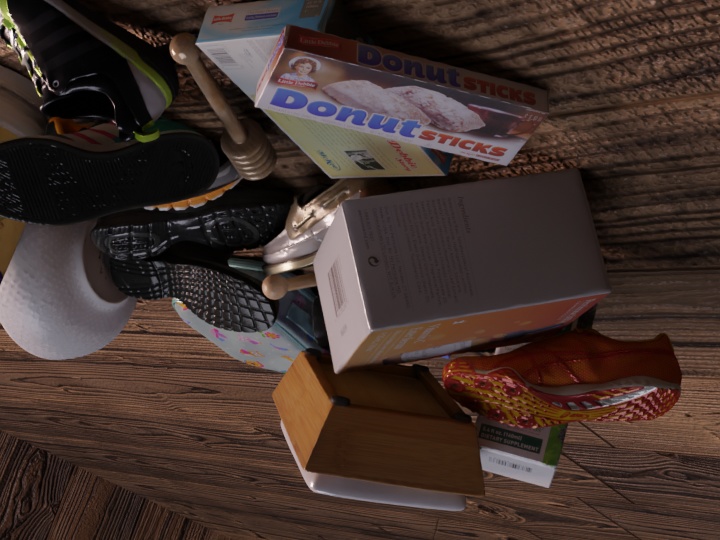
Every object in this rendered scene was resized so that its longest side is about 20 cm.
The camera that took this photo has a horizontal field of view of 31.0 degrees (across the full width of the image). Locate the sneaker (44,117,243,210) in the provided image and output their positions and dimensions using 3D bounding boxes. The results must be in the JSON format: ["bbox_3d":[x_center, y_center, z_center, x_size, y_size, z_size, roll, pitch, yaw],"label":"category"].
[{"bbox_3d":[-0.199,-0.103,1.186,0.199,0.078,0.078,-1,115,4],"label":"sneaker"}]

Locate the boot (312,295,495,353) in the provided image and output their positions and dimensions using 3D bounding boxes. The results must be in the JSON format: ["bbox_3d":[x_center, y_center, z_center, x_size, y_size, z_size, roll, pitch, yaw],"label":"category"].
[{"bbox_3d":[0.055,0.053,1.246,0.162,0.074,0.198,-3,170,14],"label":"boot"}]

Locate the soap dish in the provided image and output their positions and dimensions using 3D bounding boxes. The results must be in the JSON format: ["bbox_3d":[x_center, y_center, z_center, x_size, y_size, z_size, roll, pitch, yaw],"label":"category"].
[{"bbox_3d":[0.013,0.136,1.149,0.157,0.082,0.200,10,-169,-14],"label":"soap dish"}]

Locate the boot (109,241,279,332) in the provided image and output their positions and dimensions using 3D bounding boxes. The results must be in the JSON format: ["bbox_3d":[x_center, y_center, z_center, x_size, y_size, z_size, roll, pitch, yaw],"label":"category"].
[{"bbox_3d":[-0.144,-0.013,1.313,0.199,0.131,0.068,16,127,26],"label":"boot"}]

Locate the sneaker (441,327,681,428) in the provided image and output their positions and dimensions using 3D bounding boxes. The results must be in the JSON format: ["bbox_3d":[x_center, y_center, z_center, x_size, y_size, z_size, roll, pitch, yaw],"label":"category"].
[{"bbox_3d":[0.168,0.087,1.103,0.199,0.077,0.073,1,139,2],"label":"sneaker"}]

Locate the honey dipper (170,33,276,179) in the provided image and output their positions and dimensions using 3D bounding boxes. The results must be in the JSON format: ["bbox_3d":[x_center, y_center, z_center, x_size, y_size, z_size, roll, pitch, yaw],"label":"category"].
[{"bbox_3d":[-0.113,-0.135,1.055,0.038,0.038,0.200,12,160,18],"label":"honey dipper"}]

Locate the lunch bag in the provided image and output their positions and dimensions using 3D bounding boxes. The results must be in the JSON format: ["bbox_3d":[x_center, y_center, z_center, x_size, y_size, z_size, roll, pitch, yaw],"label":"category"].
[{"bbox_3d":[-0.107,0.056,1.518,0.160,0.077,0.200,3,155,33],"label":"lunch bag"}]

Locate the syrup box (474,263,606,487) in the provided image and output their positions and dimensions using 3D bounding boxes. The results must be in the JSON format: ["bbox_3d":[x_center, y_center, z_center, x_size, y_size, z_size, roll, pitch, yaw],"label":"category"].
[{"bbox_3d":[0.160,0.085,1.177,0.078,0.201,0.081,14,160,9],"label":"syrup box"}]

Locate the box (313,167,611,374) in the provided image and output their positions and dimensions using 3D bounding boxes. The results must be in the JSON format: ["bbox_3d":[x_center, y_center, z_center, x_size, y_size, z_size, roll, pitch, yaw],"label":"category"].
[{"bbox_3d":[0.077,0.004,1.058,0.199,0.107,0.152,-8,164,-13],"label":"box"}]

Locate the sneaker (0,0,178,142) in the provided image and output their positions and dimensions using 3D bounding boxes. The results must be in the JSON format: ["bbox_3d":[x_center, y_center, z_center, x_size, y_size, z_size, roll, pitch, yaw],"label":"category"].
[{"bbox_3d":[-0.238,-0.165,1.018,0.199,0.083,0.072,27,159,9],"label":"sneaker"}]

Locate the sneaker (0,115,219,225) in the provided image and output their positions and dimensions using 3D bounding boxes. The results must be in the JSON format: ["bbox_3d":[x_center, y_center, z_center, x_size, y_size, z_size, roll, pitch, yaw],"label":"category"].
[{"bbox_3d":[-0.226,-0.093,1.082,0.199,0.084,0.121,-6,-164,-17],"label":"sneaker"}]

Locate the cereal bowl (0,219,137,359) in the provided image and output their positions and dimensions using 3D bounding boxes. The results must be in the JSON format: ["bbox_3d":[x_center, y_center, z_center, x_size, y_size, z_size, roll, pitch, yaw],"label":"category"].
[{"bbox_3d":[-0.289,-0.010,1.338,0.083,0.201,0.200,-5,151,28],"label":"cereal bowl"}]

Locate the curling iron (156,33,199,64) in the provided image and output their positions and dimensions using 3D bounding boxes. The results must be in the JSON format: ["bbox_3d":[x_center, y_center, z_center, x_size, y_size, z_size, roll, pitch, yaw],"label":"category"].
[{"bbox_3d":[-0.185,-0.165,1.092,0.049,0.026,0.200,6,165,-35],"label":"curling iron"}]

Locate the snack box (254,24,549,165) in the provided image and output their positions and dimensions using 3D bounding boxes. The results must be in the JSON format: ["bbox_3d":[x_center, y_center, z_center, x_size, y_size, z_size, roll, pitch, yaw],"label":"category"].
[{"bbox_3d":[0.030,-0.123,0.929,0.199,0.024,0.072,11,149,-17],"label":"snack box"}]

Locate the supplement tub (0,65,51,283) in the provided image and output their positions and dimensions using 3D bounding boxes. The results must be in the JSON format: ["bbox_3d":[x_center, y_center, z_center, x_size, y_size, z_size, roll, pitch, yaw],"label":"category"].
[{"bbox_3d":[-0.374,-0.082,1.210,0.145,0.201,0.145,16,161,6],"label":"supplement tub"}]

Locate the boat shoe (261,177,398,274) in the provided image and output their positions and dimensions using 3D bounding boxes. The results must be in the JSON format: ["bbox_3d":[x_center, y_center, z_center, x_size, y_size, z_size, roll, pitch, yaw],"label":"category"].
[{"bbox_3d":[-0.029,-0.045,1.196,0.075,0.069,0.200,-17,179,-41],"label":"boat shoe"}]

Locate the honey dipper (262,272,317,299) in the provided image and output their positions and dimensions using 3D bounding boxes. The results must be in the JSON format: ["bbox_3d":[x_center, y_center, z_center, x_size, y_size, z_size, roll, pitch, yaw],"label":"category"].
[{"bbox_3d":[0.000,0.000,1.182,0.199,0.038,0.038,-11,174,-28],"label":"honey dipper"}]

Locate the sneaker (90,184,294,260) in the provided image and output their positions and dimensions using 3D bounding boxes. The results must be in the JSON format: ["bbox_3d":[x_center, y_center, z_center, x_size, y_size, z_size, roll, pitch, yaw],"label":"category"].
[{"bbox_3d":[-0.159,-0.068,1.251,0.199,0.091,0.076,-3,149,-5],"label":"sneaker"}]

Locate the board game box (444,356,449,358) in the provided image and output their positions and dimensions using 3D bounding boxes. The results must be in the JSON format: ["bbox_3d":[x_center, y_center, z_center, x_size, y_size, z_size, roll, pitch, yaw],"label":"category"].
[{"bbox_3d":[0.035,0.023,1.353,0.134,0.045,0.200,15,160,10],"label":"board game box"}]

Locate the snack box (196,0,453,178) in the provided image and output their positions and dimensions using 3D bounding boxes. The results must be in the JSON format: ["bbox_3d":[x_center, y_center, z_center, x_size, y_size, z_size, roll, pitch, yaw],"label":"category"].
[{"bbox_3d":[-0.021,-0.135,1.000,0.116,0.037,0.200,2,154,34],"label":"snack box"}]
